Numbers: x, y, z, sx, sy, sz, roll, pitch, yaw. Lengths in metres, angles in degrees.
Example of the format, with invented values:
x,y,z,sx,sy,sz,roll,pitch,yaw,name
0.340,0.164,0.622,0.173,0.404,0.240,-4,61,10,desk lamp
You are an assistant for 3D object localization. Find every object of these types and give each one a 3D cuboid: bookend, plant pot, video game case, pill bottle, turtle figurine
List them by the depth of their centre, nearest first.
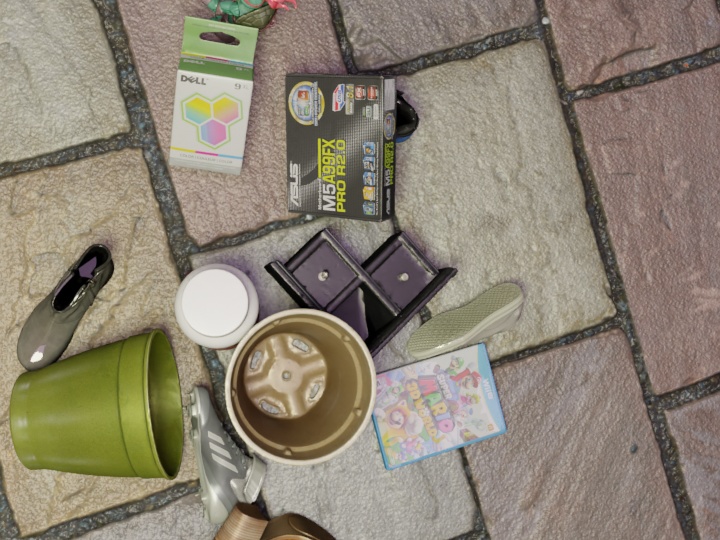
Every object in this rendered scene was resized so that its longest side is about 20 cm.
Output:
x,y,z,sx,sy,sz,roll,pitch,yaw,name
-0.353,0.188,1.200,0.191,0.200,0.202,-6,89,0,plant pot
-0.191,0.050,1.216,0.111,0.200,0.113,1,84,-6,pill bottle
-0.157,-0.377,1.243,0.148,0.200,0.102,-10,90,-12,turtle figurine
-0.092,0.153,1.246,0.198,0.183,0.203,0,88,-11,plant pot
0.000,0.000,1.317,0.200,0.092,0.199,-43,96,-11,bookend
0.114,0.206,1.372,0.198,0.018,0.144,-15,90,-12,video game case

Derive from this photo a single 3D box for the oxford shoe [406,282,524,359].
x,y,z,sx,sy,sz,roll,pitch,yaw,name
0.165,0.088,1.366,0.199,0.075,0.058,-27,129,-10,oxford shoe

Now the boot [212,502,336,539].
x,y,z,sx,sy,sz,roll,pitch,yaw,name
-0.131,0.430,1.286,0.199,0.077,0.156,23,96,-32,boot

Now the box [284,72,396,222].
x,y,z,sx,sy,sz,roll,pitch,yaw,name
-0.029,-0.176,1.272,0.159,0.044,0.202,8,106,27,box

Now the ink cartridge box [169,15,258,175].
x,y,z,sx,sy,sz,roll,pitch,yaw,name
-0.204,-0.238,1.246,0.103,0.060,0.201,7,124,-11,ink cartridge box

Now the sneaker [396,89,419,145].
x,y,z,sx,sy,sz,roll,pitch,yaw,name
-0.009,-0.241,1.315,0.198,0.111,0.077,20,84,-10,sneaker

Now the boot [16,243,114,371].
x,y,z,sx,sy,sz,roll,pitch,yaw,name
-0.405,0.048,1.211,0.067,0.131,0.201,34,82,-8,boot

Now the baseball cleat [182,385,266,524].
x,y,z,sx,sy,sz,roll,pitch,yaw,name
-0.193,0.257,1.288,0.105,0.070,0.202,-8,99,-19,baseball cleat
